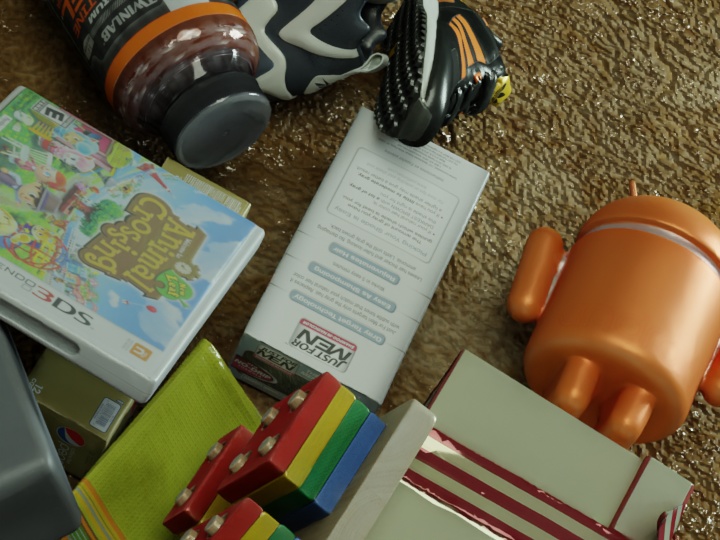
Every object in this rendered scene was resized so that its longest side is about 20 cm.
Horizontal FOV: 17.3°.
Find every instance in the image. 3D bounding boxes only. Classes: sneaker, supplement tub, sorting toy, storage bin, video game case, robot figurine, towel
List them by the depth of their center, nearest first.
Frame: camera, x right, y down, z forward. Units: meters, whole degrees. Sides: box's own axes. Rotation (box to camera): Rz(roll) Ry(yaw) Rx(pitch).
[{"bbox_3d":[-0.073,0.161,1.352,0.070,0.200,0.199,41,57,-10],"label":"sorting toy"},{"bbox_3d":[-0.248,0.100,1.355,0.134,0.146,0.200,-22,56,-6],"label":"storage bin"},{"bbox_3d":[-0.167,-0.021,1.407,0.182,0.022,0.200,31,32,1],"label":"video game case"},{"bbox_3d":[-0.129,0.138,1.433,0.200,0.018,0.086,-51,125,-33],"label":"towel"},{"bbox_3d":[-0.136,-0.162,1.559,0.107,0.107,0.200,-20,60,-26],"label":"supplement tub"},{"bbox_3d":[0.180,0.034,1.561,0.144,0.117,0.200,4,51,32],"label":"robot figurine"},{"bbox_3d":[-0.025,-0.218,1.594,0.130,0.079,0.199,-4,86,16],"label":"sneaker"},{"bbox_3d":[0.065,-0.134,1.608,0.090,0.070,0.200,25,26,-11],"label":"sneaker"}]

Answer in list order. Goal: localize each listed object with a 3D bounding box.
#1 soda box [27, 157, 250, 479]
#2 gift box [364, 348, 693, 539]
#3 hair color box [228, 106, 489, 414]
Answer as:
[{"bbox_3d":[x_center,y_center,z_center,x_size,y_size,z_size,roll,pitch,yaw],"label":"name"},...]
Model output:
[{"bbox_3d":[-0.144,0.029,1.487,0.064,0.068,0.200,30,58,1],"label":"soda box"},{"bbox_3d":[0.083,0.182,1.402,0.187,0.200,0.185,32,63,0],"label":"gift box"},{"bbox_3d":[0.000,0.000,1.554,0.099,0.061,0.200,27,57,-1],"label":"hair color box"}]
